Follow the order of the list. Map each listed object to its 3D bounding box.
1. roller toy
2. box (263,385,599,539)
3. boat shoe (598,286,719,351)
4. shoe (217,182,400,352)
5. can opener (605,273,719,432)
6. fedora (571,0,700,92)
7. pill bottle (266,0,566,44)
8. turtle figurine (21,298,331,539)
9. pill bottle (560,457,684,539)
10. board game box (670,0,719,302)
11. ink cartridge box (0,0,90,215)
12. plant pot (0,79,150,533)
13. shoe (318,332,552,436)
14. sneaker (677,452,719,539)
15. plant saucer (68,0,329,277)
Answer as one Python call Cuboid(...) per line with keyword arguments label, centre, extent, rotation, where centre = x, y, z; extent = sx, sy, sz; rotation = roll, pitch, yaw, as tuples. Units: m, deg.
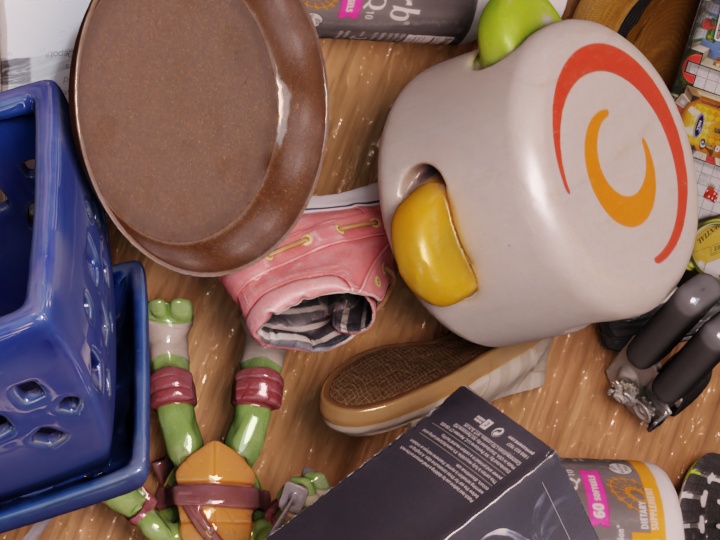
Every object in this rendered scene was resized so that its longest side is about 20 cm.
Cuboid(label="roller toy", centre=(0.103, -0.048, 1.419), extent=(0.182, 0.139, 0.201), rotation=(35, 53, -37))
Cuboid(label="box", centre=(0.050, 0.206, 1.320), extent=(0.182, 0.104, 0.201), rotation=(-36, 123, -13))
Cuboid(label="boat shoe", centre=(0.245, 0.015, 1.544), extent=(0.198, 0.075, 0.066), rotation=(-14, 126, -18))
Cuboid(label="shoe", centre=(0.000, 0.000, 1.444), extent=(0.199, 0.072, 0.091), rotation=(-4, 50, -34))
Cuboid(label="can opener", centre=(0.199, 0.049, 1.466), extent=(0.066, 0.200, 0.053), rotation=(-35, 78, -16))
Cuboid(label="fedora", centre=(0.225, -0.124, 1.517), extent=(0.199, 0.082, 0.202), rotation=(3, 99, 20))
Cuboid(label="pill bottle", centre=(0.025, -0.201, 1.466), extent=(0.199, 0.116, 0.117), rotation=(1, 87, -13))
Cuboid(label="turtle figurine", centre=(-0.093, 0.107, 1.402), extent=(0.200, 0.143, 0.195), rotation=(29, 55, -51))
Cuboid(label="pill bottle", centre=(0.094, 0.174, 1.470), extent=(0.199, 0.116, 0.117), rotation=(3, 86, -14))
Cuboid(label="board game box", centre=(0.238, -0.081, 1.461), extent=(0.104, 0.023, 0.201), rotation=(20, 104, 16))
Cuboid(label="ink cartridge box", centre=(-0.154, -0.133, 1.443), extent=(0.144, 0.083, 0.202), rotation=(-2, 88, -13))
Cuboid(label="plant pot", centre=(-0.225, 0.042, 1.326), extent=(0.199, 0.201, 0.180), rotation=(-18, 135, 11))
Cuboid(label="shoe", centre=(0.053, 0.072, 1.466), extent=(0.199, 0.070, 0.054), rotation=(-21, 119, -41))
Cuboid(label="sneaker", centre=(0.214, 0.213, 1.522), extent=(0.074, 0.081, 0.201), rotation=(23, 63, -13))
Cuboid(label="plant saucer", centre=(-0.097, -0.097, 1.348), extent=(0.200, 0.034, 0.202), rotation=(1, 89, -46))
